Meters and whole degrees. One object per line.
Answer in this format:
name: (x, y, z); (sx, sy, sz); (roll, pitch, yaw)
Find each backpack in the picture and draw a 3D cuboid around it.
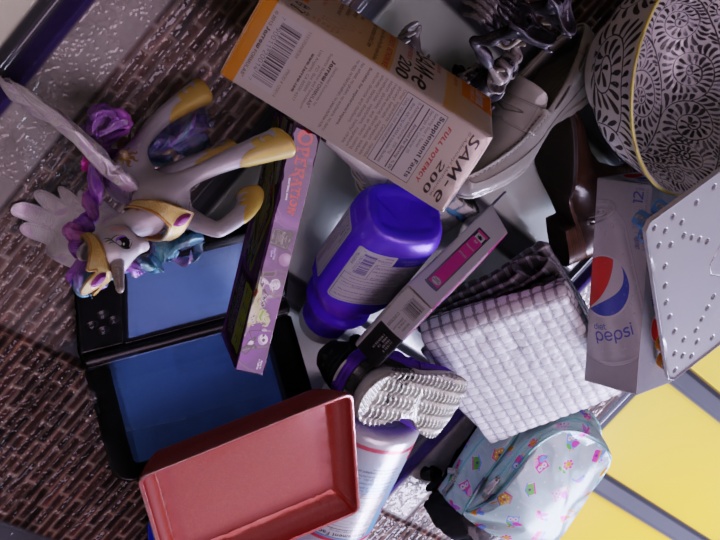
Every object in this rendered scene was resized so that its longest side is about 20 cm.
backpack: (0.184, 0.222, 1.499); (0.166, 0.127, 0.201); (24, 107, -38)

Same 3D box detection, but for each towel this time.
towel: (0.159, 0.074, 1.372); (0.164, 0.086, 0.201); (-21, 133, 18)

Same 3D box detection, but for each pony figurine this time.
pony figurine: (-0.177, -0.069, 1.032); (0.199, 0.192, 0.168); (-35, 141, -30)

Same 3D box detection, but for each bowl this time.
bowl: (0.262, -0.174, 1.201); (0.199, 0.094, 0.203); (-15, 112, -41)

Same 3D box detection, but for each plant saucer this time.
plant saucer: (-0.099, 0.192, 1.226); (0.198, 0.037, 0.201); (-20, 141, -14)

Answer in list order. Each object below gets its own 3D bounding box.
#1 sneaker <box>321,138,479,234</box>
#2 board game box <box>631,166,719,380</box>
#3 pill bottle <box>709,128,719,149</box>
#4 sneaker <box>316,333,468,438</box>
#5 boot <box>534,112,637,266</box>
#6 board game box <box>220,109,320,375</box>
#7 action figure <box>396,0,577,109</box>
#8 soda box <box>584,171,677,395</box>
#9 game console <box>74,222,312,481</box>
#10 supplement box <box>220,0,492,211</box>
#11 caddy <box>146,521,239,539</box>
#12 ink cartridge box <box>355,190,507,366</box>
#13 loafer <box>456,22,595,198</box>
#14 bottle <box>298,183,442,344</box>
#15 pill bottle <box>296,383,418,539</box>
sneaker: (0.022, -0.070, 1.213); (0.087, 0.075, 0.199); (-45, 134, 15)
board game box: (0.336, -0.025, 1.235); (0.199, 0.026, 0.201); (-34, 133, -16)
pill bottle: (0.351, -0.049, 1.327); (0.108, 0.110, 0.202); (-5, 120, -28)
sneaker: (0.026, 0.100, 1.288); (0.070, 0.099, 0.200); (-58, 148, 6)
boot: (0.272, -0.115, 1.339); (0.198, 0.064, 0.188); (-24, 133, -18)
board game box: (-0.075, -0.027, 1.111); (0.032, 0.120, 0.203); (11, 99, -17)
action figure: (0.095, -0.187, 1.144); (0.119, 0.102, 0.200); (-42, -176, -34)
soda box: (0.262, 0.011, 1.288); (0.068, 0.063, 0.203); (-11, 108, -44)
game console: (-0.138, 0.065, 1.183); (0.198, 0.117, 0.177); (-15, 139, -22)
supplement box: (0.002, -0.142, 1.042); (0.199, 0.126, 0.074); (31, 110, -8)
caddy: (-0.147, 0.323, 1.366); (0.104, 0.142, 0.202); (-14, 131, -17)
ink cartridge box: (0.075, 0.005, 1.235); (0.095, 0.037, 0.200); (-50, 177, 42)
loafer: (0.144, -0.145, 1.212); (0.200, 0.070, 0.070); (-46, 139, -20)
bottle: (0.000, 0.000, 1.212); (0.083, 0.066, 0.200); (6, 147, -22)
pill bottle: (-0.023, 0.215, 1.379); (0.108, 0.109, 0.202); (5, 122, -34)
